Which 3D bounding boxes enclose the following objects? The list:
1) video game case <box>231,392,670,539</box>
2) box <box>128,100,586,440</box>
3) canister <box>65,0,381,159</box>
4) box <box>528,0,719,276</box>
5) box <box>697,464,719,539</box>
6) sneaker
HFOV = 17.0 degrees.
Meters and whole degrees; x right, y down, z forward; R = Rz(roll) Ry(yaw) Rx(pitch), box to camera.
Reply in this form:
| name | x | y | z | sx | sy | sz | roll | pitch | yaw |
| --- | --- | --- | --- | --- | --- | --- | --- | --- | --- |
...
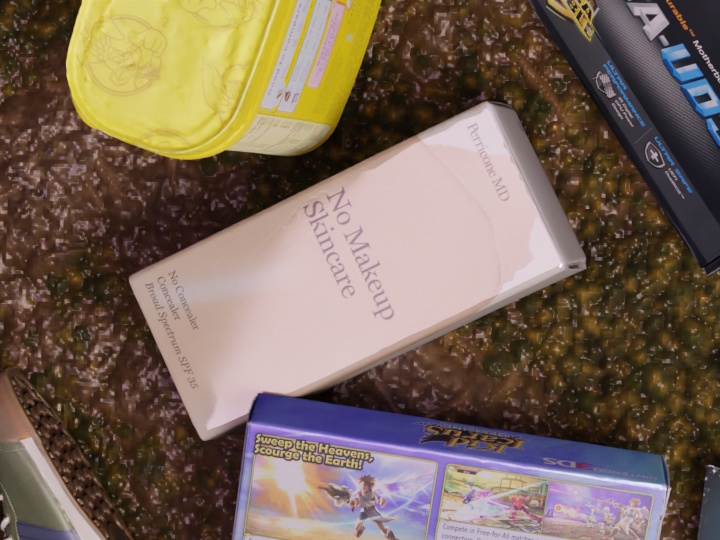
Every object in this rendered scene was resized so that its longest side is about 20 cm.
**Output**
| name | x | y | z | sx | sy | sz | roll | pitch | yaw |
| --- | --- | --- | --- | --- | --- | --- | --- | --- | --- |
| video game case | 0.034 | 0.162 | 1.155 | 0.200 | 0.045 | 0.182 | 9 | 109 | 2 |
| box | 0.000 | 0.000 | 1.179 | 0.200 | 0.078 | 0.095 | -27 | 85 | 12 |
| canister | -0.053 | -0.125 | 1.126 | 0.086 | 0.200 | 0.149 | 20 | 95 | 12 |
| box | 0.155 | -0.113 | 1.104 | 0.046 | 0.159 | 0.200 | -29 | 84 | -25 |
| box | 0.212 | 0.199 | 1.119 | 0.136 | 0.038 | 0.200 | 10 | 95 | 49 |
| sneaker | -0.159 | 0.156 | 1.224 | 0.090 | 0.067 | 0.200 | -34 | 87 | 6 |
